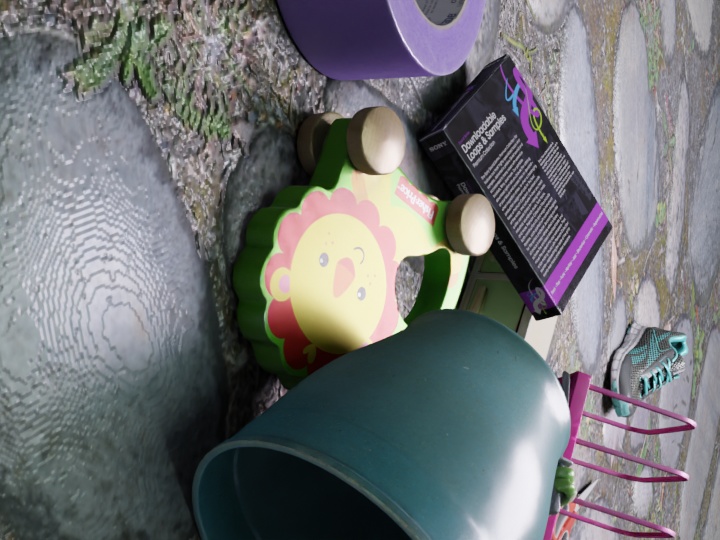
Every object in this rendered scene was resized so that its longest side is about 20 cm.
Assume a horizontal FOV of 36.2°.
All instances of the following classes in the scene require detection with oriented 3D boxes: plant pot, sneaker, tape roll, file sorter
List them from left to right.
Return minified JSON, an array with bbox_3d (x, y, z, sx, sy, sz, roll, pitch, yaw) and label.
[{"bbox_3d":[0.018,-0.238,0.778,0.199,0.084,0.203,-12,104,-61],"label":"tape roll"},{"bbox_3d":[0.031,0.129,0.679,0.188,0.198,0.202,-43,130,-41],"label":"plant pot"},{"bbox_3d":[0.196,0.209,0.949,0.139,0.124,0.202,125,-17,-76],"label":"file sorter"},{"bbox_3d":[0.408,0.135,1.546,0.200,0.090,0.078,-51,134,-49],"label":"sneaker"}]

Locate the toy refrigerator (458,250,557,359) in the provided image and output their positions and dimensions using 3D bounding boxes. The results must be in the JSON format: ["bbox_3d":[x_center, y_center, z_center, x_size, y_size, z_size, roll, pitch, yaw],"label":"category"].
[{"bbox_3d":[0.153,0.005,1.066,0.070,0.075,0.201,62,41,-44],"label":"toy refrigerator"}]

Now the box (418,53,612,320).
[{"bbox_3d":[0.146,-0.076,0.998,0.201,0.036,0.143,56,46,-16],"label":"box"}]

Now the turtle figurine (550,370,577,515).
[{"bbox_3d":[0.091,0.174,0.822,0.143,0.194,0.201,25,101,-23],"label":"turtle figurine"}]

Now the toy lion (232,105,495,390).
[{"bbox_3d":[0.000,0.000,0.768,0.200,0.068,0.194,35,67,-44],"label":"toy lion"}]

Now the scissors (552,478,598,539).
[{"bbox_3d":[0.268,0.288,1.373,0.200,0.014,0.074,-40,125,-53],"label":"scissors"}]
